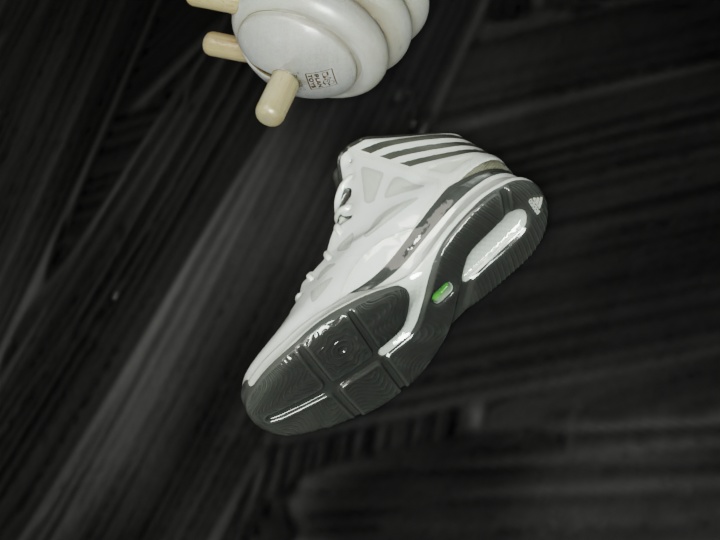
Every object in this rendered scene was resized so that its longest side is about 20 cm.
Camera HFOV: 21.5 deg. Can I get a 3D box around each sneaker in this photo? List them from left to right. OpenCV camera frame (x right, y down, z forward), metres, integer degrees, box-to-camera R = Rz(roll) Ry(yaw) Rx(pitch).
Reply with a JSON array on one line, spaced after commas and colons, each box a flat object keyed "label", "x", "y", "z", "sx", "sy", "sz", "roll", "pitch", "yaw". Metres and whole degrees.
[{"label": "sneaker", "x": 0.000, "y": 0.000, "z": 1.066, "sx": 0.200, "sy": 0.076, "sz": 0.115, "roll": -40, "pitch": 43, "yaw": -5}]

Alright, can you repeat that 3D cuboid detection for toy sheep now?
[{"label": "toy sheep", "x": -0.024, "y": -0.168, "z": 1.123, "sx": 0.138, "sy": 0.138, "sz": 0.200, "roll": 6, "pitch": 64, "yaw": 32}]
